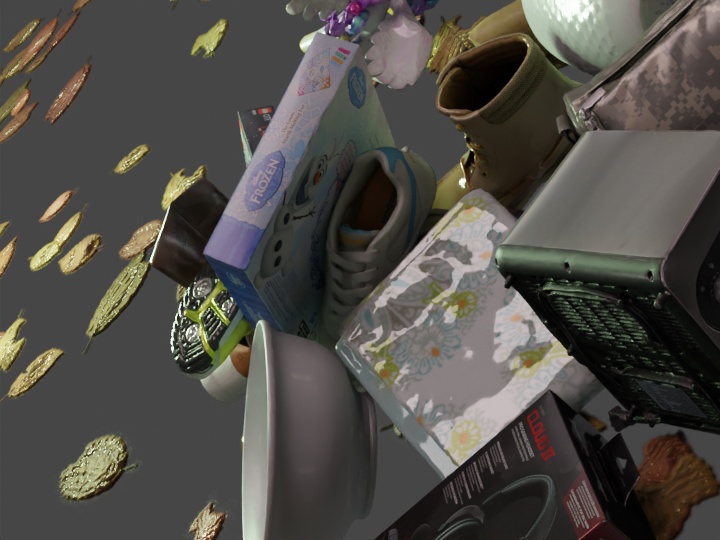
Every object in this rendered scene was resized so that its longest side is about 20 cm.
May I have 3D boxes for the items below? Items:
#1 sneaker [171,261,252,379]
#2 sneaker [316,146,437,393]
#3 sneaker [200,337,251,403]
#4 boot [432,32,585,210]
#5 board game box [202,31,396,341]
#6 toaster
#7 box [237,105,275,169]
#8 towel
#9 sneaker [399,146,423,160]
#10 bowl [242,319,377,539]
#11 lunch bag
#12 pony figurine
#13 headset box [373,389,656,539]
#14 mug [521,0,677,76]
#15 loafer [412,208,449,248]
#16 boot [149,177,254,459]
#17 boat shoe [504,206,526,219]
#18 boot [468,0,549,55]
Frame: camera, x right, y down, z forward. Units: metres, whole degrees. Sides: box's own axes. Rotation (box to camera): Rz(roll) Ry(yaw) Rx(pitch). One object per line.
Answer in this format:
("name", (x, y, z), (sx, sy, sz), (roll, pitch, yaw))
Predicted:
("sneaker", (-0.087, 0.011, 1.475), (0.075, 0.076, 0.201), (8, 60, 43))
("sneaker", (0.000, 0.000, 1.396), (0.076, 0.081, 0.202), (12, 90, 26))
("sneaker", (-0.101, 0.027, 1.660), (0.085, 0.072, 0.201), (-41, 36, 36))
("boot", (0.095, -0.102, 1.434), (0.199, 0.155, 0.073), (-34, 56, 21))
("board game box", (-0.040, -0.053, 1.398), (0.043, 0.200, 0.200), (21, 72, 19))
("toaster", (0.198, 0.015, 1.098), (0.119, 0.181, 0.199), (-53, 27, -18))
("box", (-0.077, -0.055, 1.669), (0.037, 0.138, 0.200), (-12, 27, -5))
("towel", (0.086, 0.053, 1.291), (0.171, 0.048, 0.200), (-46, 50, 5))
("sneaker", (0.011, -0.067, 1.636), (0.115, 0.074, 0.200), (-36, 23, -5))
("bowl", (-0.038, 0.141, 1.342), (0.201, 0.089, 0.203), (-177, 90, -81))
("lunch bag", (0.252, -0.118, 1.205), (0.200, 0.168, 0.140), (-43, 26, 11))
("pony figurine", (0.010, -0.279, 1.851), (0.194, 0.166, 0.200), (-52, 10, -27))
("headset box", (0.101, 0.184, 1.127), (0.200, 0.077, 0.149), (-43, 26, 14))
("mug", (0.241, -0.208, 1.338), (0.175, 0.198, 0.149), (-133, 53, -70))
("loafer", (0.023, 0.033, 1.466), (0.200, 0.075, 0.069), (-48, 25, 23))
("boot", (-0.119, 0.040, 1.520), (0.064, 0.200, 0.187), (-19, 38, 48))
("boat shoe", (0.081, 0.027, 1.382), (0.065, 0.072, 0.201), (-9, 41, 57))
("boot", (0.176, -0.237, 1.528), (0.199, 0.174, 0.067), (-25, 72, 35))
